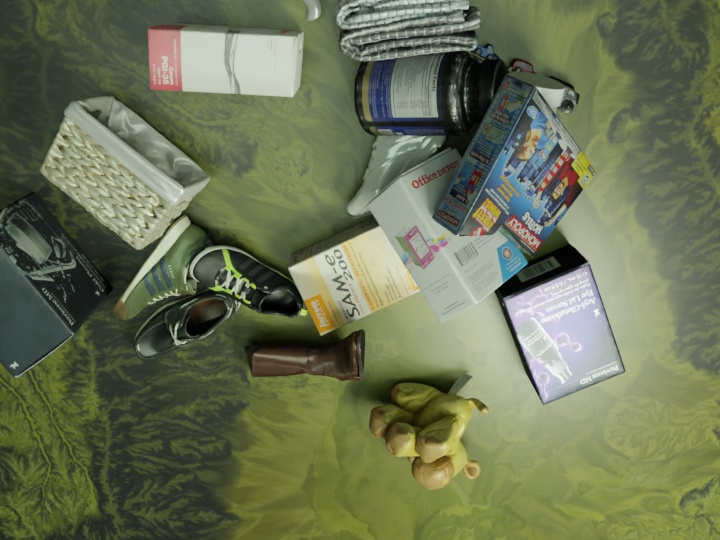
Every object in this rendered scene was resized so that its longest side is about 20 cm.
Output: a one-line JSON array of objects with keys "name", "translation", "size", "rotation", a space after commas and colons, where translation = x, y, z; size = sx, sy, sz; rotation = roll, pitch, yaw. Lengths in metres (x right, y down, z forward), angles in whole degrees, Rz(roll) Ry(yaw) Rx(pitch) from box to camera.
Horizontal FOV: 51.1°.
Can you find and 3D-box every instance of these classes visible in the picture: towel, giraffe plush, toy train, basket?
[{"name": "towel", "translation": [0.064, -0.343, 1.034], "size": [0.196, 0.166, 0.087], "rotation": [-7, 111, 3]}, {"name": "giraffe plush", "translation": [0.123, 0.288, 1.261], "size": [0.198, 0.172, 0.165], "rotation": [-23, 123, -29]}, {"name": "toy train", "translation": [0.238, -0.290, 1.121], "size": [0.197, 0.034, 0.046], "rotation": [22, 103, -8]}, {"name": "basket", "translation": [-0.343, -0.142, 1.099], "size": [0.199, 0.136, 0.124], "rotation": [38, 106, -4]}]

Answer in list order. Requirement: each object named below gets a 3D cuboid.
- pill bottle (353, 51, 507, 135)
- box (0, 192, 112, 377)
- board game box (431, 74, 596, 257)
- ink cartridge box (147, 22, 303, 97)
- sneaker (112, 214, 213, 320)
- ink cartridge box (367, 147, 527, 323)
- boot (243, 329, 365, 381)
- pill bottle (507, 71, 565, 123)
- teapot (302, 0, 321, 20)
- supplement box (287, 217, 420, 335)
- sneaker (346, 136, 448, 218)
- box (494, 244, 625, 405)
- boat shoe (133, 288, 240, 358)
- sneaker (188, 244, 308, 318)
[{"name": "pill bottle", "translation": [0.099, -0.243, 1.041], "size": [0.196, 0.112, 0.114], "rotation": [5, 110, 24]}, {"name": "box", "translation": [-0.501, 0.015, 1.123], "size": [0.123, 0.197, 0.201], "rotation": [-33, 106, 10]}, {"name": "board game box", "translation": [0.197, -0.113, 1.005], "size": [0.201, 0.062, 0.199], "rotation": [-52, 132, 2]}, {"name": "ink cartridge box", "translation": [-0.182, -0.296, 1.053], "size": [0.196, 0.147, 0.084], "rotation": [3, 109, -2]}, {"name": "sneaker", "translation": [-0.303, 0.017, 1.192], "size": [0.089, 0.067, 0.201], "rotation": [37, 101, -6]}, {"name": "ink cartridge box", "translation": [0.124, -0.054, 1.066], "size": [0.084, 0.144, 0.202], "rotation": [-33, 88, 48]}, {"name": "boot", "translation": [-0.093, 0.134, 1.192], "size": [0.196, 0.187, 0.065], "rotation": [6, 64, -2]}, {"name": "pill bottle", "translation": [0.230, -0.178, 1.100], "size": [0.110, 0.113, 0.203], "rotation": [8, 118, -4]}, {"name": "teapot", "translation": [-0.049, -0.478, 1.000], "size": [0.144, 0.198, 0.202], "rotation": [10, 71, -41]}, {"name": "supplement box", "translation": [0.000, 0.000, 1.189], "size": [0.197, 0.074, 0.128], "rotation": [-24, 106, 7]}, {"name": "sneaker", "translation": [0.045, -0.164, 1.149], "size": [0.087, 0.075, 0.200], "rotation": [43, 96, -1]}, {"name": "box", "translation": [0.315, 0.086, 1.206], "size": [0.146, 0.105, 0.203], "rotation": [-24, 106, 6]}, {"name": "boat shoe", "translation": [-0.287, 0.087, 1.218], "size": [0.198, 0.068, 0.073], "rotation": [-28, 108, 9]}, {"name": "sneaker", "translation": [-0.167, 0.021, 1.166], "size": [0.197, 0.083, 0.073], "rotation": [19, 106, -25]}]
